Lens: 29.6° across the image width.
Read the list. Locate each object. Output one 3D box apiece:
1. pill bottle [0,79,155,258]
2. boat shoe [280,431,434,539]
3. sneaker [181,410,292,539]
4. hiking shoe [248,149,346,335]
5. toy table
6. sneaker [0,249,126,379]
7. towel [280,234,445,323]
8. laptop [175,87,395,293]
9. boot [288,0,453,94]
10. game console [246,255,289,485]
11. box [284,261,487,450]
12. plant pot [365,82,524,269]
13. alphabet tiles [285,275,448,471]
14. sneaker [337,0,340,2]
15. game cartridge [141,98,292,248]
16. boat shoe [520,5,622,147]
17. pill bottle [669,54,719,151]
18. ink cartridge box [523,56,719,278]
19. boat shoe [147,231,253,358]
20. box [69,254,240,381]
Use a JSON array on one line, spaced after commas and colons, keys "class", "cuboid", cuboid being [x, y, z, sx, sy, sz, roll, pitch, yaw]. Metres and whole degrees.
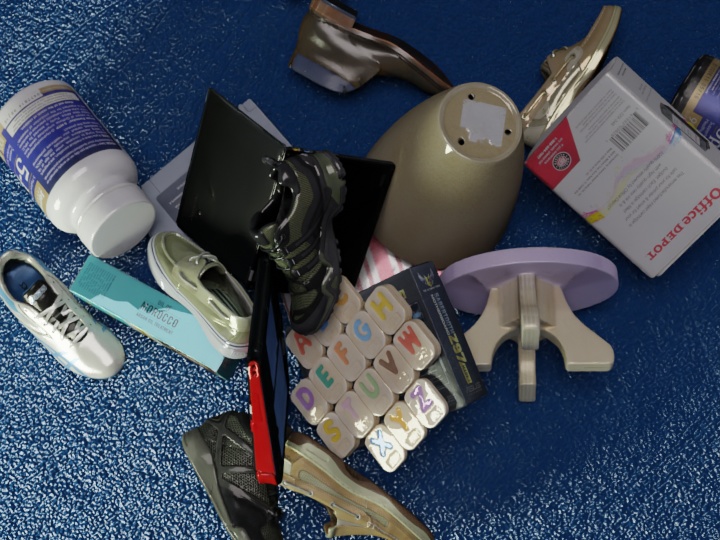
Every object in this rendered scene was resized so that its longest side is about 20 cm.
[{"class": "pill bottle", "cuboid": [-0.330, -0.115, 1.586, 0.119, 0.120, 0.200, -39, 67, -6]}, {"class": "boat shoe", "cuboid": [-0.013, 0.263, 1.500, 0.199, 0.072, 0.076, 36, 76, -3]}, {"class": "sneaker", "cuboid": [-0.108, 0.242, 1.521, 0.114, 0.076, 0.200, -31, 71, 3]}, {"class": "hiking shoe", "cuboid": [-0.075, -0.028, 1.439, 0.100, 0.076, 0.202, -3, 106, -26]}, {"class": "toy table", "cuboid": [0.187, 0.055, 1.505, 0.198, 0.184, 0.118, -7, 59, 14]}, {"class": "sneaker", "cuboid": [-0.356, 0.053, 1.587, 0.200, 0.073, 0.072, 41, 81, 11]}, {"class": "towel", "cuboid": [0.000, 0.000, 1.600, 0.198, 0.030, 0.148, -18, 76, 2]}, {"class": "laptop", "cuboid": [-0.089, -0.083, 1.538, 0.198, 0.188, 0.116, 7, 35, -18]}, {"class": "boot", "cuboid": [0.009, -0.245, 1.650, 0.199, 0.075, 0.097, 32, 107, -1]}, {"class": "game console", "cuboid": [-0.097, 0.108, 1.450, 0.031, 0.178, 0.201, -1, 33, 0]}, {"class": "box", "cuboid": [0.025, 0.099, 1.494, 0.199, 0.051, 0.159, -27, 84, 37]}, {"class": "plant pot", "cuboid": [0.107, -0.123, 1.511, 0.186, 0.200, 0.189, 4, 70, -10]}, {"class": "alphabet tiles", "cuboid": [0.003, 0.112, 1.471, 0.196, 0.015, 0.200, 51, 125, 18]}, {"class": "sneaker", "cuboid": [-0.018, -0.398, 1.672, 0.198, 0.080, 0.131, -18, 81, -6]}, {"class": "game cartridge", "cuboid": [-0.167, -0.095, 1.629, 0.200, 0.042, 0.133, -40, 81, -6]}, {"class": "boat shoe", "cuboid": [0.245, -0.236, 1.618, 0.065, 0.072, 0.201, 29, 86, 9]}, {"class": "pill bottle", "cuboid": [0.452, -0.155, 1.561, 0.199, 0.112, 0.112, 31, 80, 11]}, {"class": "ink cartridge box", "cuboid": [0.306, -0.115, 1.524, 0.200, 0.086, 0.148, 41, 117, -3]}, {"class": "boat shoe", "cuboid": [-0.171, 0.013, 1.526, 0.072, 0.062, 0.200, -15, 49, -39]}, {"class": "box", "cuboid": [-0.231, 0.056, 1.572, 0.199, 0.082, 0.049, 28, 81, 10]}]
